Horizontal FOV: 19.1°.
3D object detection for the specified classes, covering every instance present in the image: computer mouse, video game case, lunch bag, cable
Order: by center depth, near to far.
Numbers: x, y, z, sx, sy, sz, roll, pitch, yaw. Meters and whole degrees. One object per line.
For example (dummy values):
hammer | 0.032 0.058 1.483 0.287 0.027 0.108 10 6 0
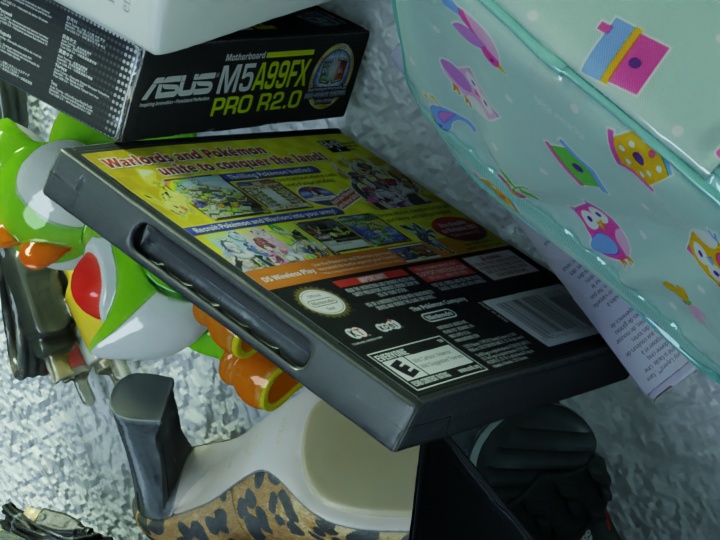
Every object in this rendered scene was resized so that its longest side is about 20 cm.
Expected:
lunch bag | 0.098 -0.046 0.742 0.200 0.077 0.160 44 164 21
video game case | 0.000 0.000 0.862 0.181 0.200 0.026 35 112 24
computer mouse | -0.086 0.137 1.028 0.200 0.059 0.034 15 87 19
cable | -0.169 -0.022 1.115 0.097 0.050 0.200 -28 76 59

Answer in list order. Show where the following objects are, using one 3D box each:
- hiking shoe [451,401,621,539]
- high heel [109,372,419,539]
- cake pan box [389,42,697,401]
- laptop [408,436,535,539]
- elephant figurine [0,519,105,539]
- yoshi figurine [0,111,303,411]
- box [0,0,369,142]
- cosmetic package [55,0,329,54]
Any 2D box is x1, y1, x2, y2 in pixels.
hiking shoe | 0.078 0.119 0.935 0.087 0.074 0.200 -125 20 -52
high heel | -0.021 0.118 1.042 0.200 0.071 0.143 15 147 16
cake pan box | 0.124 -0.072 0.832 0.184 0.052 0.200 54 132 12
laptop | 0.117 0.163 0.848 0.200 0.116 0.187 3 138 0
elephant figurine | -0.167 0.237 1.100 0.155 0.141 0.200 15 92 35
yoshi figurine | -0.092 -0.027 0.996 0.200 0.112 0.112 33 109 27
box | -0.121 -0.119 0.937 0.200 0.160 0.044 28 111 29
cosmetic package | -0.089 -0.215 0.870 0.200 0.166 0.167 31 124 26
